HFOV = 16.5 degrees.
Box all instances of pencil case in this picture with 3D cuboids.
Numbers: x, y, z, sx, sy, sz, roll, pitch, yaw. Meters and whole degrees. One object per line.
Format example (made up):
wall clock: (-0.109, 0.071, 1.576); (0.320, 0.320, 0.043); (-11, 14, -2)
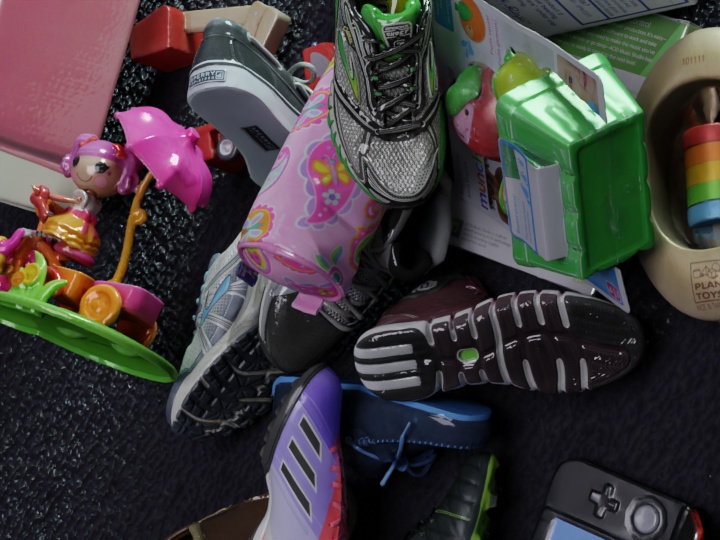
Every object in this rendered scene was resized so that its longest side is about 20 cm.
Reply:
pencil case: (-0.010, -0.073, 1.707); (0.087, 0.087, 0.200); (12, 68, 36)

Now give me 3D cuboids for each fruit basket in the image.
fruit basket: (0.103, -0.083, 1.630); (0.200, 0.094, 0.186); (33, 142, 43)

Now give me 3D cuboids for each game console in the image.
game console: (0.145, 0.236, 1.623); (0.172, 0.119, 0.201); (22, 94, 35)

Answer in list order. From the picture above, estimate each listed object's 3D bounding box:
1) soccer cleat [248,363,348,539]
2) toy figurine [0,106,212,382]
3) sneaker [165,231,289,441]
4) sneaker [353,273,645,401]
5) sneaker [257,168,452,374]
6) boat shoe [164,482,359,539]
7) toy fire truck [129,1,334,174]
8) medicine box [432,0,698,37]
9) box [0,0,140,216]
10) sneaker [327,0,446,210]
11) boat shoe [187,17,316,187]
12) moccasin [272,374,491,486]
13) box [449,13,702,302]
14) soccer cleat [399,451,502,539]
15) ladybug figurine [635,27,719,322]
soccer cleat: (-0.033, 0.163, 1.733); (0.073, 0.068, 0.201); (22, 109, 26)
toy figurine: (-0.192, -0.036, 1.850); (0.200, 0.150, 0.184); (15, 76, 31)
sneaker: (-0.088, 0.034, 1.860); (0.086, 0.078, 0.200); (38, 98, 46)
sneaker: (0.099, 0.031, 1.717); (0.199, 0.116, 0.076); (-3, 115, 12)
sneaker: (0.000, 0.000, 1.755); (0.200, 0.075, 0.116); (-59, 25, 10)
boat shoe: (-0.094, 0.208, 1.821); (0.202, 0.075, 0.075); (-32, 65, 27)
toy fire truck: (-0.081, -0.151, 1.891); (0.200, 0.049, 0.141); (-18, 71, 31)
medicine box: (0.131, -0.264, 1.702); (0.200, 0.103, 0.183); (-8, 61, 33)
box: (-0.251, -0.151, 1.943); (0.128, 0.109, 0.201); (-152, 79, -76)
sneaker: (0.013, -0.138, 1.627); (0.078, 0.085, 0.201); (-10, 95, -5)
boat shoe: (-0.063, -0.114, 1.771); (0.073, 0.199, 0.068); (-8, 63, 28)
moccasin: (0.018, 0.116, 1.770); (0.200, 0.080, 0.068); (5, 90, 50)
box: (0.146, -0.093, 1.731); (0.144, 0.036, 0.201); (22, 96, 36)
soccer cleat: (0.037, 0.212, 1.727); (0.081, 0.068, 0.200); (23, 98, 6)
ladybug figurine: (0.242, -0.058, 1.634); (0.135, 0.072, 0.201); (-7, 78, 35)
